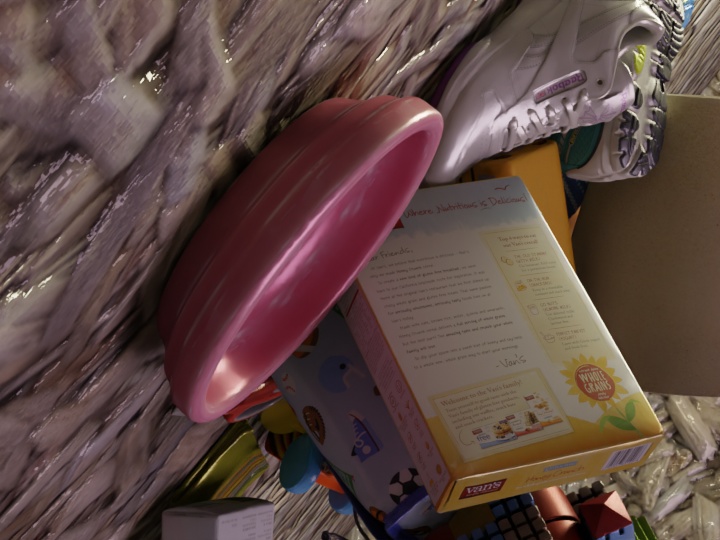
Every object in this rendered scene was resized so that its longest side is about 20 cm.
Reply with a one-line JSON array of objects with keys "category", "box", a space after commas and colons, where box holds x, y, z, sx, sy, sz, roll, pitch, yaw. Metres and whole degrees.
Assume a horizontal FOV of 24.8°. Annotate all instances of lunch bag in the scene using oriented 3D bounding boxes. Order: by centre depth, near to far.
[{"category": "lunch bag", "box": [0.029, 0.097, 1.067, 0.124, 0.170, 0.200, -37, 157, 2]}]

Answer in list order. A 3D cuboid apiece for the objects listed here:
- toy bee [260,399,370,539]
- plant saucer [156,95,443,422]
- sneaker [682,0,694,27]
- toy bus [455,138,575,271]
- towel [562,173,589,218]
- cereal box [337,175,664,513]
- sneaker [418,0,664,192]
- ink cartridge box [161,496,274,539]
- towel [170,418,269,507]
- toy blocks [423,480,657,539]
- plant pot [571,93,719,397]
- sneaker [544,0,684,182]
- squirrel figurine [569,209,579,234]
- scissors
[{"category": "toy bee", "box": [-0.005, 0.143, 1.303, 0.131, 0.200, 0.109, 24, 99, -48]}, {"category": "plant saucer", "box": [-0.037, -0.014, 0.839, 0.201, 0.051, 0.201, -49, 170, -11]}, {"category": "sneaker", "box": [0.252, -0.213, 1.472, 0.200, 0.075, 0.105, -45, 159, -77]}, {"category": "toy bus", "box": [0.104, 0.014, 1.111, 0.065, 0.078, 0.201, -23, 110, -39]}, {"category": "towel", "box": [0.135, -0.104, 1.178, 0.200, 0.024, 0.145, -48, 130, -18]}, {"category": "cereal box", "box": [0.070, 0.036, 0.957, 0.143, 0.200, 0.040, -8, 144, -26]}, {"category": "sneaker", "box": [0.113, -0.115, 1.030, 0.200, 0.100, 0.075, -48, 169, -16]}, {"category": "ink cartridge box", "box": [-0.108, 0.275, 1.228, 0.163, 0.057, 0.201, 23, 72, -78]}, {"category": "towel", "box": [-0.109, 0.168, 1.303, 0.086, 0.018, 0.200, -51, 171, -11]}, {"category": "toy blocks", "box": [0.090, 0.180, 0.999, 0.199, 0.100, 0.137, -22, 142, -4]}, {"category": "plant pot", "box": [0.231, -0.025, 1.178, 0.187, 0.186, 0.201, -19, 113, -73]}, {"category": "sneaker", "box": [0.169, -0.156, 1.122, 0.077, 0.079, 0.201, 38, 61, -48]}, {"category": "squirrel figurine", "box": [0.118, -0.010, 1.300, 0.187, 0.141, 0.201, 83, 29, -67]}, {"category": "scissors", "box": [-0.091, 0.092, 1.097, 0.073, 0.014, 0.200, -37, 172, 27]}]
